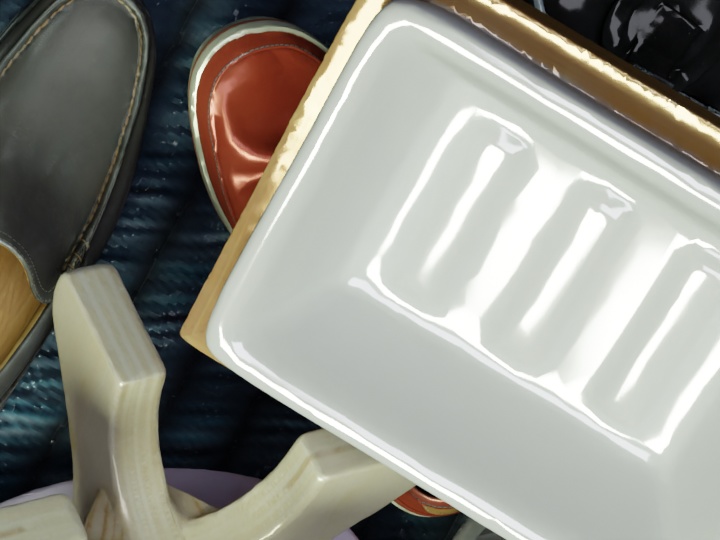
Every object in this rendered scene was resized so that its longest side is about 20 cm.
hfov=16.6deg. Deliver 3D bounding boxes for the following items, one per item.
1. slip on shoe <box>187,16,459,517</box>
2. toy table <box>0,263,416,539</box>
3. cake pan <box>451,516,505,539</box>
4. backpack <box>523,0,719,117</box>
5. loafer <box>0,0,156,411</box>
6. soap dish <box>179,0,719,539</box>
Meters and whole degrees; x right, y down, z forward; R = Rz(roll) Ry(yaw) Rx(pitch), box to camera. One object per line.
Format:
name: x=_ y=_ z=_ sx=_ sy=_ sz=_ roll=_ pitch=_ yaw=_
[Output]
slip on shoe: x=0.000 y=0.000 z=0.893 sx=0.074 sy=0.061 sz=0.201 roll=-26 pitch=99 yaw=-8
toy table: x=-0.070 y=0.104 z=0.823 sx=0.199 sy=0.117 sz=0.184 roll=-25 pitch=65 yaw=-34
cake pan: x=0.078 y=0.175 z=0.887 sx=0.200 sy=0.037 sz=0.202 roll=21 pitch=60 yaw=-40
backpack: x=0.144 y=-0.151 z=0.866 sx=0.177 sy=0.151 sz=0.201 roll=22 pitch=100 yaw=-20
loafer: x=-0.122 y=-0.010 z=0.857 sx=0.072 sy=0.072 sz=0.201 roll=23 pitch=89 yaw=-13
soap dish: x=0.064 y=0.005 z=0.785 sx=0.199 sy=0.081 sz=0.158 roll=30 pitch=117 yaw=0
